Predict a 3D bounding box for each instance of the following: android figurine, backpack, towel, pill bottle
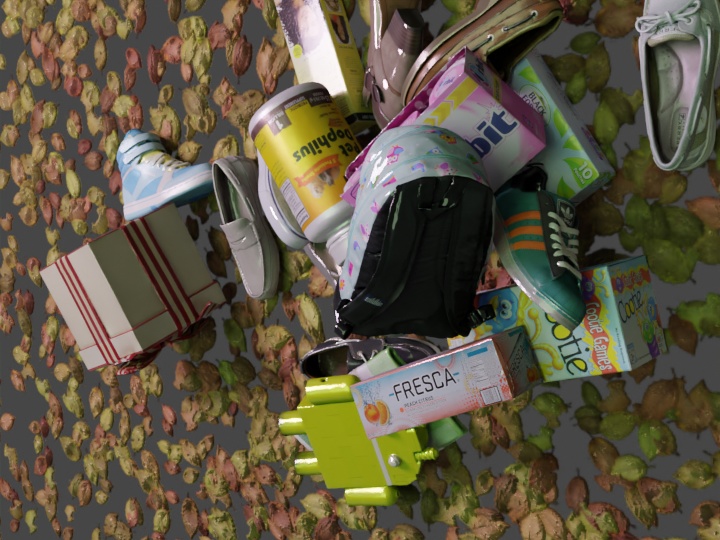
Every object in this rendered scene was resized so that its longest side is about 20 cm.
[{"bbox_3d":[-0.001,0.207,1.120,0.198,0.041,0.184,-7,113,26],"label":"android figurine"},{"bbox_3d":[0.053,-0.035,0.890,0.127,0.165,0.202,-109,22,-46],"label":"backpack"},{"bbox_3d":[0.017,0.197,1.142,0.149,0.031,0.200,45,125,-7],"label":"towel"},{"bbox_3d":[-0.041,-0.110,1.080,0.109,0.109,0.202,-35,82,35],"label":"pill bottle"}]

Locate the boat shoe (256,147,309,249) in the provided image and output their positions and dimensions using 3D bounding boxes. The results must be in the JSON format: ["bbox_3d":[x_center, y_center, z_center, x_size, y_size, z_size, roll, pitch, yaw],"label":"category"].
[{"bbox_3d":[-0.089,-0.121,1.166,0.062,0.072,0.202,-35,53,29],"label":"boat shoe"}]

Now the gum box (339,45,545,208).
[{"bbox_3d":[0.080,-0.114,0.953,0.113,0.066,0.200,37,122,-18],"label":"gum box"}]

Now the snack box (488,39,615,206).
[{"bbox_3d":[0.165,-0.144,1.003,0.142,0.053,0.202,-39,70,33],"label":"snack box"}]

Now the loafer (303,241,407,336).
[{"bbox_3d":[0.000,0.000,1.129,0.200,0.075,0.070,45,142,25],"label":"loafer"}]

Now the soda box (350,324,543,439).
[{"bbox_3d":[0.086,0.118,0.960,0.199,0.068,0.064,-23,84,39],"label":"soda box"}]

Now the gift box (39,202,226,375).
[{"bbox_3d":[-0.313,0.034,1.291,0.199,0.184,0.189,-16,103,50],"label":"gift box"}]

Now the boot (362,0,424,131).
[{"bbox_3d":[0.031,-0.266,1.079,0.147,0.069,0.202,107,161,-47],"label":"boot"}]

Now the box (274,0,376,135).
[{"bbox_3d":[-0.044,-0.266,1.153,0.075,0.050,0.202,-23,82,38],"label":"box"}]

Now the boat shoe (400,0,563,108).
[{"bbox_3d":[0.121,-0.219,0.952,0.200,0.072,0.068,-44,65,32],"label":"boat shoe"}]

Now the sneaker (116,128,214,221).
[{"bbox_3d":[-0.290,-0.155,1.342,0.198,0.079,0.132,-15,88,37],"label":"sneaker"}]

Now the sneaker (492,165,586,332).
[{"bbox_3d":[0.178,-0.031,0.889,0.080,0.071,0.201,-43,39,20],"label":"sneaker"}]

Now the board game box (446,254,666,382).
[{"bbox_3d":[0.200,0.059,0.971,0.198,0.104,0.104,-15,88,39],"label":"board game box"}]

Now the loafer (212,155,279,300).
[{"bbox_3d":[-0.162,-0.057,1.259,0.069,0.069,0.203,-18,85,38],"label":"loafer"}]

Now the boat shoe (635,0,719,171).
[{"bbox_3d":[0.302,-0.198,0.882,0.074,0.064,0.205,4,98,37],"label":"boat shoe"}]

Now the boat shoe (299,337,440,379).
[{"bbox_3d":[0.013,0.121,1.151,0.198,0.067,0.073,-1,93,36],"label":"boat shoe"}]
